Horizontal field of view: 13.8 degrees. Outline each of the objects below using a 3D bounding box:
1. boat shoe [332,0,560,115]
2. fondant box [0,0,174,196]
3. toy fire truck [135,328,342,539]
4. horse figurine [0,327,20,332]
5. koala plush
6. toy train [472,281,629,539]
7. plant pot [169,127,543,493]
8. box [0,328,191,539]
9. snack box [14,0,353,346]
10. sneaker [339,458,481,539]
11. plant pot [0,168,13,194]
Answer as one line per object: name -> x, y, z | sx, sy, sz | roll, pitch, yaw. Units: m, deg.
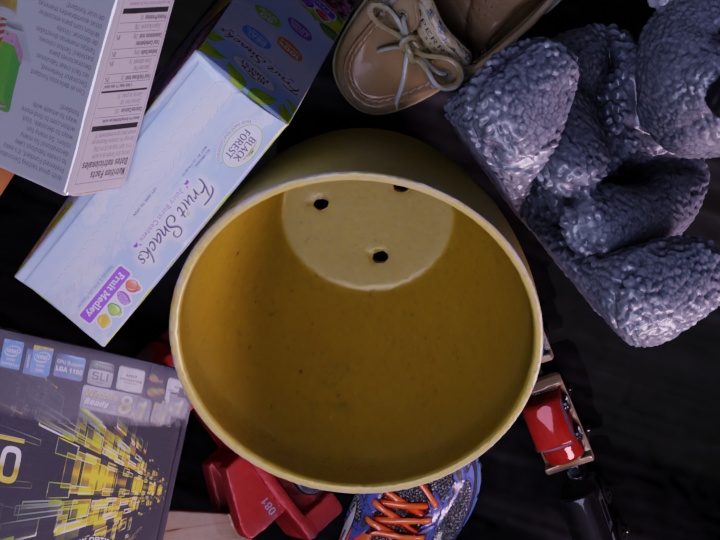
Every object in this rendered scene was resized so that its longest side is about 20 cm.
boat shoe -> 0.060, -0.150, 1.622 | 0.200, 0.063, 0.073 | -39, 101, 23
fondant box -> -0.165, -0.156, 1.490 | 0.144, 0.058, 0.201 | 23, 105, 23
toy fire truck -> -0.090, 0.144, 1.740 | 0.141, 0.049, 0.200 | -40, 103, -17
horse figurine -> -0.224, 0.055, 1.742 | 0.200, 0.133, 0.050 | 36, 106, -26
koala plush -> 0.164, -0.091, 1.594 | 0.200, 0.184, 0.178 | -39, 101, 1
toy train -> 0.109, 0.085, 1.719 | 0.034, 0.046, 0.201 | -17, 108, 17
plant pot -> 0.000, 0.000, 1.644 | 0.199, 0.142, 0.201 | 1, 121, 2
box -> -0.203, 0.114, 1.649 | 0.199, 0.049, 0.162 | 15, 82, -21
snack box -> -0.092, -0.072, 1.609 | 0.068, 0.200, 0.169 | 39, 115, -6
sneaker -> 0.018, 0.169, 1.755 | 0.075, 0.078, 0.201 | 18, 115, 2
plant pot -> -0.259, -0.098, 1.647 | 0.140, 0.200, 0.200 | -43, 99, 7
